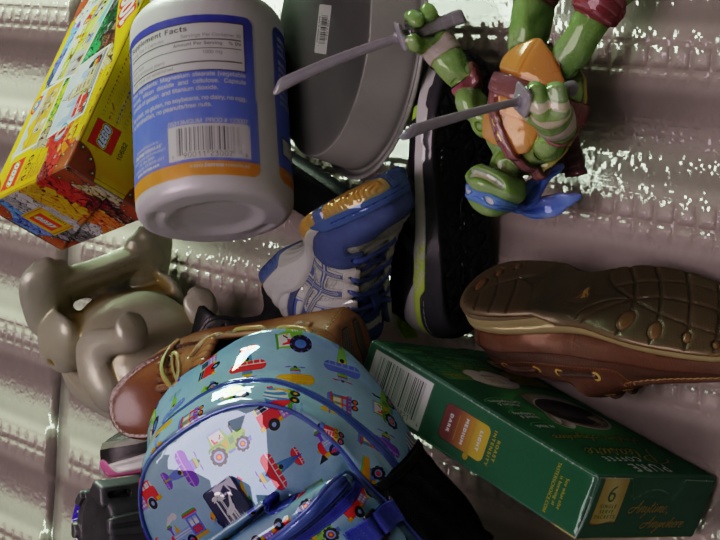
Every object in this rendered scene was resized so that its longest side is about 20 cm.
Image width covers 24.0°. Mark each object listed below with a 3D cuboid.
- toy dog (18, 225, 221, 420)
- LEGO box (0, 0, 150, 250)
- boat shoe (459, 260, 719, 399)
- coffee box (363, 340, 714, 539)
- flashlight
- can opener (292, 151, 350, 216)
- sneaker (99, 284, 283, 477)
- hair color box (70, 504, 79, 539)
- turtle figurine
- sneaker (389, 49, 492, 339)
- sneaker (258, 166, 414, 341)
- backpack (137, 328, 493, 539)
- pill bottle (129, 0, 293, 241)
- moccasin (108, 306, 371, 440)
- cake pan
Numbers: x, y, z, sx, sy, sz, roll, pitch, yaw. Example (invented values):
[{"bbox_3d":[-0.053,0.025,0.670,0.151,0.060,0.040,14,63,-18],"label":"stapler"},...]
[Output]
[{"bbox_3d":[-0.167,0.089,1.329,0.200,0.139,0.194,42,131,37],"label":"toy dog"},{"bbox_3d":[-0.191,-0.130,1.310,0.149,0.077,0.200,-16,48,53],"label":"LEGO box"},{"bbox_3d":[0.156,0.041,1.034,0.200,0.072,0.068,7,130,39],"label":"boat shoe"},{"bbox_3d":[0.103,0.102,1.042,0.200,0.123,0.044,29,104,42],"label":"coffee box"},{"bbox_3d":[-0.113,0.178,1.224,0.068,0.200,0.068,-36,67,43],"label":"flashlight"},{"bbox_3d":[-0.065,-0.082,1.262,0.200,0.063,0.079,43,121,38],"label":"can opener"},{"bbox_3d":[-0.110,0.073,1.218,0.088,0.200,0.074,58,170,-2],"label":"sneaker"},{"bbox_3d":[-0.182,0.228,1.320,0.200,0.065,0.109,156,98,-79],"label":"hair color box"},{"bbox_3d":[0.086,-0.140,1.017,0.194,0.200,0.144,-62,13,0],"label":"turtle figurine"},{"bbox_3d":[0.042,-0.050,1.141,0.083,0.072,0.200,11,100,48],"label":"sneaker"},{"bbox_3d":[0.000,0.000,1.121,0.088,0.075,0.200,61,156,9],"label":"sneaker"},{"bbox_3d":[-0.045,0.146,1.009,0.182,0.135,0.200,-33,97,23],"label":"backpack"},{"bbox_3d":[-0.108,-0.130,1.202,0.112,0.112,0.200,-24,64,45],"label":"pill bottle"},{"bbox_3d":[-0.089,0.075,1.110,0.201,0.078,0.074,-10,92,32],"label":"moccasin"},{"bbox_3d":[-0.011,-0.164,1.171,0.200,0.037,0.201,-177,90,-67],"label":"cake pan"}]
